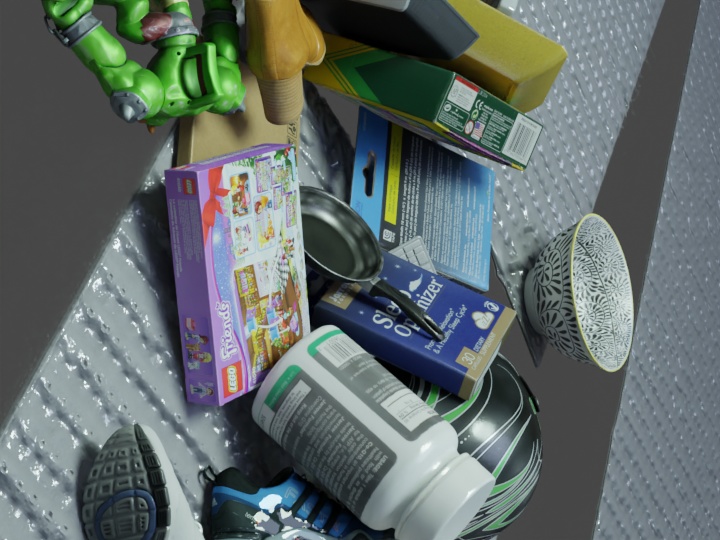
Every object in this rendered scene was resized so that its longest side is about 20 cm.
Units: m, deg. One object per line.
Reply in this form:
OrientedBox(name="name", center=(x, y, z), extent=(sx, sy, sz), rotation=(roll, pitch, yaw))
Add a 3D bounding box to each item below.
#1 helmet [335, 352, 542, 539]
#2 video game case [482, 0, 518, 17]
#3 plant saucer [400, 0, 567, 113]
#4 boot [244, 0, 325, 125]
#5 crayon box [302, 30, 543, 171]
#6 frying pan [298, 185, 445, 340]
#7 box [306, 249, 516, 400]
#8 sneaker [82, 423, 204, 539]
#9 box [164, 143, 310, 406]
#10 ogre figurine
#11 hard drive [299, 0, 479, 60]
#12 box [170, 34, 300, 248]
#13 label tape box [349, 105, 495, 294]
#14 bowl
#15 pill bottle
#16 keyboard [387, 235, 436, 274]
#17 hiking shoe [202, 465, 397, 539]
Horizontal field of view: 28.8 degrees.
OrientedBox(name="helmet", center=(0.075, 0.177, 1.350), extent=(0.200, 0.199, 0.191), rotation=(60, 26, -31))
OrientedBox(name="video game case", center=(0.149, -0.309, 1.632), extent=(0.023, 0.182, 0.201), rotation=(25, 51, -8))
OrientedBox(name="plant saucer", center=(0.107, -0.230, 1.472), extent=(0.049, 0.199, 0.200), rotation=(-59, 176, -8))
OrientedBox(name="boot", center=(-0.071, -0.241, 1.254), extent=(0.202, 0.070, 0.145), rotation=(-91, 178, -50))
OrientedBox(name="crayon box", center=(0.066, -0.174, 1.436), extent=(0.200, 0.172, 0.059), rotation=(18, 96, -56))
OrientedBox(name="frying pan", center=(0.001, -0.011, 1.311), extent=(0.190, 0.031, 0.115), rotation=(34, 32, -15))
OrientedBox(name="box", center=(0.037, 0.039, 1.331), extent=(0.121, 0.199, 0.033), rotation=(-52, 162, -50))
OrientedBox(name="sneaker", center=(-0.157, 0.211, 1.085), extent=(0.087, 0.074, 0.201), rotation=(-43, 126, -68))
OrientedBox(name="box", center=(-0.102, 0.000, 1.202), extent=(0.137, 0.039, 0.201), rotation=(-23, 113, -54))
OrientedBox(name="ogre figurine", center=(-0.162, -0.180, 1.142), extent=(0.200, 0.098, 0.120), rotation=(-4, 74, -70))
OrientedBox(name="hard drive", center=(0.004, -0.257, 1.349), extent=(0.135, 0.199, 0.042), rotation=(34, 80, -51))
OrientedBox(name="box", center=(-0.110, -0.091, 1.271), extent=(0.163, 0.021, 0.201), rotation=(28, 59, -53))
OrientedBox(name="label tape box", center=(0.049, -0.066, 1.474), extent=(0.199, 0.063, 0.145), rotation=(22, 62, -35))
OrientedBox(name="bowl", center=(0.270, 0.034, 1.794), extent=(0.200, 0.094, 0.202), rotation=(23, 62, -54))
OrientedBox(name="pill bottle", center=(0.012, 0.150, 1.209), extent=(0.200, 0.113, 0.113), rotation=(41, 26, 18))
OrientedBox(name="keyboard", center=(0.066, 0.042, 1.465), extent=(0.200, 0.056, 0.011), rotation=(64, 2, -45))
OrientedBox(name="hiking shoe", center=(-0.042, 0.213, 1.219), extent=(0.199, 0.074, 0.087), rotation=(10, 66, -40))
